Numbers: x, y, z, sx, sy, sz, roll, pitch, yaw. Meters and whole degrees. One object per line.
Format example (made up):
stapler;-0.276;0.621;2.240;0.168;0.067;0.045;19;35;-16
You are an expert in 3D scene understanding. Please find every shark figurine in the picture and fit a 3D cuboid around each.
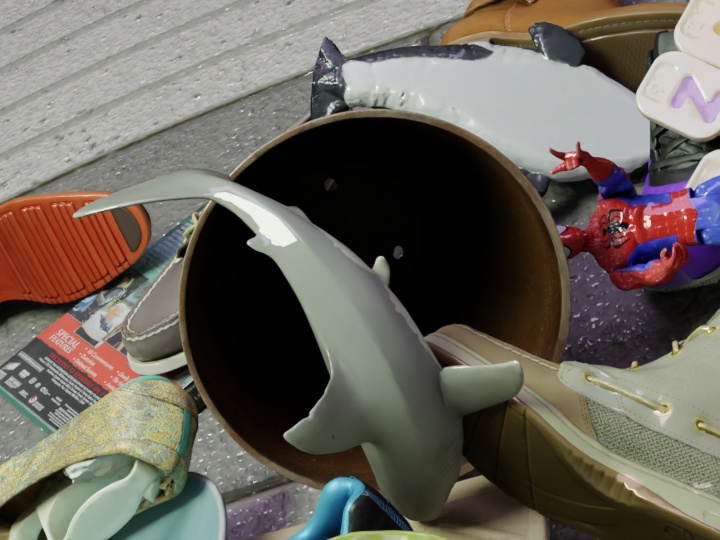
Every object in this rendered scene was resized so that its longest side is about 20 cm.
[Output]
shark figurine;-0.021;0.033;0.928;0.090;0.214;0.128;-44;11;-32

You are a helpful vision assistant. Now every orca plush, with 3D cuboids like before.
orca plush;0.071;-0.081;1.224;0.200;0.071;0.105;-3;74;0

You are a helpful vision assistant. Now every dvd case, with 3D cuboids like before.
dvd case;-0.109;0.031;1.265;0.200;0.022;0.146;-41;36;-17

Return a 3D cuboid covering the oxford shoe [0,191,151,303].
oxford shoe;-0.204;-0.018;1.342;0.200;0.071;0.073;-13;17;32

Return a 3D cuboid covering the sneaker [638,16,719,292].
sneaker;0.177;-0.079;1.135;0.070;0.100;0.200;-5;40;34

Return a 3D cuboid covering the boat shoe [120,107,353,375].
boat shoe;-0.067;-0.021;1.230;0.200;0.060;0.072;-41;37;-21

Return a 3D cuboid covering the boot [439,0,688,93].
boot;0.140;-0.156;1.292;0.200;0.074;0.155;-7;35;24

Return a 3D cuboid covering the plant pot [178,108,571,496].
plant pot;0.000;0.000;1.105;0.187;0.187;0.200;-28;11;1

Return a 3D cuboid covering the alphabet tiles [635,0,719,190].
alphabet tiles;0.249;-0.093;1.076;0.196;0.015;0.200;28;79;19

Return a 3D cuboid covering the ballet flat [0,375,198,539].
ballet flat;-0.160;0.125;1.078;0.200;0.071;0.071;-35;30;24

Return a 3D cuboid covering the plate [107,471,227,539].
plate;-0.131;0.184;1.040;0.200;0.026;0.200;-38;24;21

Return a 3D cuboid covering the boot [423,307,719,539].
boot;0.139;0.050;0.982;0.200;0.072;0.155;29;58;20

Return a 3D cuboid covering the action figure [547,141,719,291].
action figure;0.169;-0.033;1.016;0.200;0.099;0.065;-13;78;24

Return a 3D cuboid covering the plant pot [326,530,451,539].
plant pot;0.033;0.182;0.766;0.200;0.190;0.200;-9;60;16

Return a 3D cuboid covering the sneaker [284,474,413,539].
sneaker;-0.059;0.166;0.918;0.200;0.082;0.073;-36;31;-16

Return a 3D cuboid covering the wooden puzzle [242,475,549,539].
wooden puzzle;0.003;0.180;0.976;0.185;0.046;0.200;-16;31;16
